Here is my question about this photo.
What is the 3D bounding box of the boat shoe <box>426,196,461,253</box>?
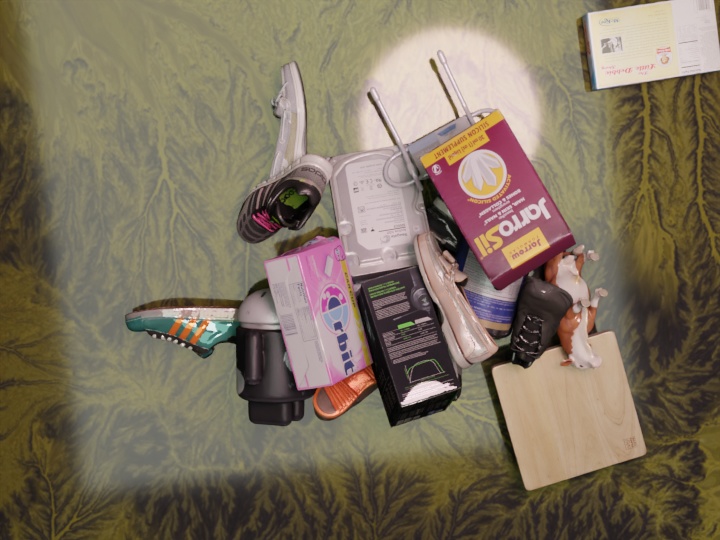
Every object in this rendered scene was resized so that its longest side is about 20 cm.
[{"bbox_3d":[0.175,-0.028,1.705,0.200,0.074,0.060,40,100,-9],"label":"boat shoe"}]

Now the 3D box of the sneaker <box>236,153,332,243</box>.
[{"bbox_3d":[-0.122,-0.091,1.646,0.074,0.088,0.199,39,127,-22],"label":"sneaker"}]

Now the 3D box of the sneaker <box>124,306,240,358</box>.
[{"bbox_3d":[-0.261,0.096,1.700,0.197,0.071,0.081,0,91,-4],"label":"sneaker"}]

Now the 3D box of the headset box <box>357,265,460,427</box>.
[{"bbox_3d":[0.062,0.107,1.616,0.092,0.174,0.202,-16,74,-8],"label":"headset box"}]

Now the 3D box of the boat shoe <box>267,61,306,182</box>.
[{"bbox_3d":[-0.113,-0.212,1.678,0.064,0.074,0.204,0,103,-2],"label":"boat shoe"}]

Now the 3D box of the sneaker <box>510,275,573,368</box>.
[{"bbox_3d":[0.249,0.079,1.570,0.075,0.201,0.091,21,67,17],"label":"sneaker"}]

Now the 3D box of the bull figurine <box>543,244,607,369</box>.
[{"bbox_3d":[0.321,0.048,1.663,0.064,0.122,0.202,0,54,-18],"label":"bull figurine"}]

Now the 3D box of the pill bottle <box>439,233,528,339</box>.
[{"bbox_3d":[0.193,-0.011,1.616,0.111,0.112,0.202,14,100,-3],"label":"pill bottle"}]

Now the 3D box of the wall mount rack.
[{"bbox_3d":[0.106,-0.218,1.641,0.199,0.075,0.175,-27,58,6],"label":"wall mount rack"}]

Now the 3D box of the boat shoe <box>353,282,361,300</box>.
[{"bbox_3d":[0.000,0.000,1.705,0.200,0.072,0.068,-44,65,-7],"label":"boat shoe"}]

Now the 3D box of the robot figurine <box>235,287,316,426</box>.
[{"bbox_3d":[-0.124,0.127,1.655,0.123,0.150,0.203,-1,93,-16],"label":"robot figurine"}]

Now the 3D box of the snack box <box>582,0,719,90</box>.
[{"bbox_3d":[0.447,-0.349,1.702,0.198,0.037,0.118,-9,95,-1],"label":"snack box"}]

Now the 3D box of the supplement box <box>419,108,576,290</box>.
[{"bbox_3d":[0.187,-0.094,1.509,0.130,0.103,0.201,-31,77,8],"label":"supplement box"}]

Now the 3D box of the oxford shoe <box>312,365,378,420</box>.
[{"bbox_3d":[0.004,0.160,1.724,0.199,0.073,0.072,-35,77,-16],"label":"oxford shoe"}]

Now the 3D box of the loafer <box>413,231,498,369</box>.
[{"bbox_3d":[0.135,0.034,1.555,0.062,0.072,0.202,-23,79,20],"label":"loafer"}]

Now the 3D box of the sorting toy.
[{"bbox_3d":[0.319,0.213,1.734,0.197,0.070,0.202,-17,96,0],"label":"sorting toy"}]

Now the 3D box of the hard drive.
[{"bbox_3d":[0.029,-0.087,1.670,0.138,0.038,0.202,-9,70,-1],"label":"hard drive"}]

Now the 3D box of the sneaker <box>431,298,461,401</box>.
[{"bbox_3d":[0.137,0.104,1.716,0.079,0.074,0.203,-14,103,-35],"label":"sneaker"}]

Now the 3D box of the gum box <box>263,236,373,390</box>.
[{"bbox_3d":[-0.060,0.056,1.587,0.066,0.113,0.202,-12,95,34],"label":"gum box"}]

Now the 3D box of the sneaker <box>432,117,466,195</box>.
[{"bbox_3d":[0.166,-0.127,1.701,0.095,0.079,0.201,-28,86,6],"label":"sneaker"}]
